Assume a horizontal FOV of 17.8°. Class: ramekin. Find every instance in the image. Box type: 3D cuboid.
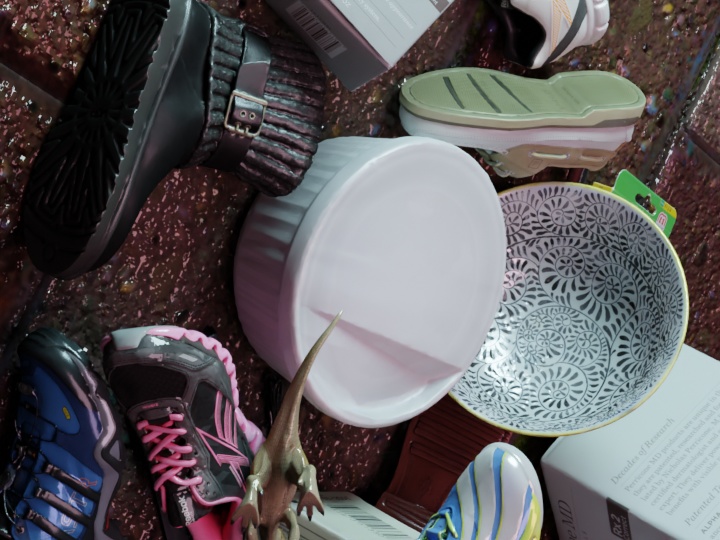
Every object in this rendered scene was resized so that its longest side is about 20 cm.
[{"bbox_3d":[0.000,0.000,1.593,0.201,0.094,0.204,-16,114,-39],"label":"ramekin"}]

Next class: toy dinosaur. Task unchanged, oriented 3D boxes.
[{"bbox_3d":[-0.053,0.128,1.498,0.058,0.101,0.201,8,119,-7],"label":"toy dinosaur"}]

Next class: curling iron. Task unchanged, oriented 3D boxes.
[{"bbox_3d":[0.144,-0.040,1.765,0.049,0.026,0.202,11,102,-23],"label":"curling iron"}]

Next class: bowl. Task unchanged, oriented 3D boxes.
[{"bbox_3d":[0.143,0.045,1.705,0.201,0.200,0.094,-52,159,-17],"label":"bowl"}]

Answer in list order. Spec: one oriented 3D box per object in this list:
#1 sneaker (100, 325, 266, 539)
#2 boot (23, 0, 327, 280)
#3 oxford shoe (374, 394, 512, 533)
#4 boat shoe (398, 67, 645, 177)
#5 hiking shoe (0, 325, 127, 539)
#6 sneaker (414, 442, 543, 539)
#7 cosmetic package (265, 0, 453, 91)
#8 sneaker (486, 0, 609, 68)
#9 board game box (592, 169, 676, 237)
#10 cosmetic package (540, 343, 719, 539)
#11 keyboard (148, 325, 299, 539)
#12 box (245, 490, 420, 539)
[{"bbox_3d":[-0.112,0.113,1.477,0.200,0.078,0.096,61,28,-49],"label":"sneaker"},{"bbox_3d":[-0.112,-0.072,1.474,0.157,0.079,0.212,29,83,-44],"label":"boot"},{"bbox_3d":[0.058,0.156,1.736,0.200,0.070,0.075,-54,166,-23],"label":"oxford shoe"},{"bbox_3d":[0.114,-0.102,1.673,0.198,0.075,0.069,0,127,-26],"label":"boat shoe"},{"bbox_3d":[-0.199,0.136,1.466,0.086,0.074,0.202,-23,119,-36],"label":"hiking shoe"},{"bbox_3d":[0.051,0.209,1.511,0.105,0.075,0.202,3,108,-51],"label":"sneaker"},{"bbox_3d":[0.033,-0.227,1.531,0.107,0.090,0.200,44,72,-10],"label":"cosmetic package"},{"bbox_3d":[0.122,-0.232,1.644,0.080,0.073,0.201,-36,126,-26],"label":"sneaker"},{"bbox_3d":[0.181,0.024,1.816,0.095,0.030,0.201,32,84,-48],"label":"board game box"},{"bbox_3d":[0.277,0.191,1.828,0.165,0.199,0.166,-42,138,-25],"label":"cosmetic package"},{"bbox_3d":[-0.090,0.132,1.606,0.127,0.021,0.201,-30,123,-32],"label":"keyboard"},{"bbox_3d":[-0.028,0.269,1.617,0.109,0.127,0.201,9,103,-53],"label":"box"}]
